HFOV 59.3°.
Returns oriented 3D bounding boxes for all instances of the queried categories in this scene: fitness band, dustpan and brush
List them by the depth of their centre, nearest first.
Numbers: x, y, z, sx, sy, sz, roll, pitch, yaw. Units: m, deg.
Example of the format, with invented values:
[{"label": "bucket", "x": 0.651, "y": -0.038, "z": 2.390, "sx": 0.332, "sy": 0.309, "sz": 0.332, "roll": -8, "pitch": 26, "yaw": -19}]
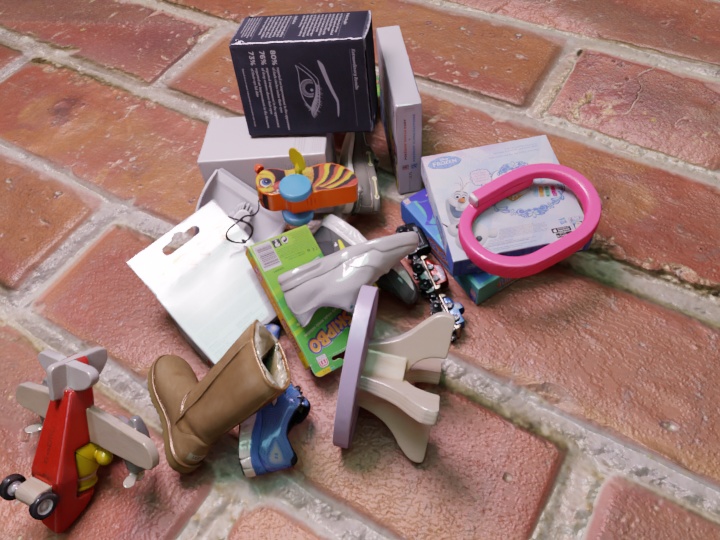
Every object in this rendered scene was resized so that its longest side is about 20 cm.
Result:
[{"label": "fitness band", "x": 0.228, "y": -0.071, "z": 0.856, "sx": 0.199, "sy": 0.038, "sz": 0.144, "roll": -28, "pitch": 59, "yaw": -11}, {"label": "dustpan and brush", "x": -0.212, "y": -0.034, "z": 0.961, "sx": 0.201, "sy": 0.139, "sz": 0.057, "roll": -55, "pitch": 23, "yaw": 5}]

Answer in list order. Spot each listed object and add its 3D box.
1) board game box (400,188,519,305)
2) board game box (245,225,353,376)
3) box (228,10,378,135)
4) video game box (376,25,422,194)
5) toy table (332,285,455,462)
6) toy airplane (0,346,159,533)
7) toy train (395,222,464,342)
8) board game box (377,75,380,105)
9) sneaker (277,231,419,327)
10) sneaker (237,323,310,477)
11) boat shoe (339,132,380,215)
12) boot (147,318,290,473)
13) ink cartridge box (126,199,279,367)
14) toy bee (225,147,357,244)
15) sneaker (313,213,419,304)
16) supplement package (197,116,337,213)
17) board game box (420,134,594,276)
[{"label": "board game box", "x": 0.177, "y": -0.064, "z": 0.958, "sx": 0.151, "sy": 0.045, "sz": 0.200, "roll": -29, "pitch": 57, "yaw": -14}, {"label": "board game box", "x": -0.070, "y": 0.041, "z": 0.866, "sx": 0.095, "sy": 0.030, "sz": 0.201, "roll": -23, "pitch": 74, "yaw": -29}, {"label": "box", "x": -0.077, "y": -0.292, "z": 0.943, "sx": 0.198, "sy": 0.149, "sz": 0.105, "roll": 1, "pitch": 42, "yaw": 7}, {"label": "video game box", "x": 0.063, "y": -0.261, "z": 1.031, "sx": 0.046, "sy": 0.183, "sz": 0.201, "roll": -7, "pitch": 54, "yaw": -3}, {"label": "toy table", "x": 0.040, "y": 0.129, "z": 0.764, "sx": 0.116, "sy": 0.202, "sz": 0.184, "roll": 12, "pitch": 22, "yaw": 6}, {"label": "toy airplane", "x": -0.340, "y": 0.190, "z": 0.779, "sx": 0.199, "sy": 0.141, "sz": 0.201, "roll": -36, "pitch": 67, "yaw": 19}, {"label": "toy train", "x": 0.103, "y": 0.012, "z": 0.909, "sx": 0.045, "sy": 0.034, "sz": 0.201, "roll": -20, "pitch": 60, "yaw": -3}, {"label": "board game box", "x": -0.010, "y": -0.316, "z": 1.145, "sx": 0.095, "sy": 0.030, "sz": 0.200, "roll": 17, "pitch": 41, "yaw": 18}, {"label": "sneaker", "x": -0.006, "y": 0.012, "z": 0.844, "sx": 0.199, "sy": 0.075, "sz": 0.089, "roll": -22, "pitch": 92, "yaw": -13}, {"label": "sneaker", "x": -0.110, "y": 0.164, "z": 0.820, "sx": 0.088, "sy": 0.079, "sz": 0.201, "roll": 0, "pitch": 59, "yaw": -7}, {"label": "boat shoe", "x": -0.001, "y": -0.165, "z": 1.041, "sx": 0.060, "sy": 0.072, "sz": 0.203, "roll": 10, "pitch": 45, "yaw": -12}, {"label": "boot", "x": -0.176, "y": 0.128, "z": 0.781, "sx": 0.200, "sy": 0.066, "sz": 0.176, "roll": -45, "pitch": 54, "yaw": 26}, {"label": "ink cartridge box", "x": -0.207, "y": 0.020, "z": 0.906, "sx": 0.162, "sy": 0.050, "sz": 0.200, "roll": -41, "pitch": 78, "yaw": -21}, {"label": "toy bee", "x": -0.109, "y": -0.125, "z": 0.922, "sx": 0.199, "sy": 0.131, "sz": 0.109, "roll": -6, "pitch": 49, "yaw": -32}, {"label": "sneaker", "x": 0.000, "y": 0.000, "z": 0.929, "sx": 0.200, "sy": 0.075, "sz": 0.085, "roll": 37, "pitch": 83, "yaw": 30}, {"label": "supplement package", "x": -0.143, "y": -0.171, "z": 1.021, "sx": 0.198, "sy": 0.122, "sz": 0.120, "roll": -3, "pitch": 47, "yaw": 4}, {"label": "board game box", "x": 0.206, "y": -0.100, "z": 0.925, "sx": 0.198, "sy": 0.043, "sz": 0.200, "roll": -10, "pitch": 57, "yaw": -2}]
